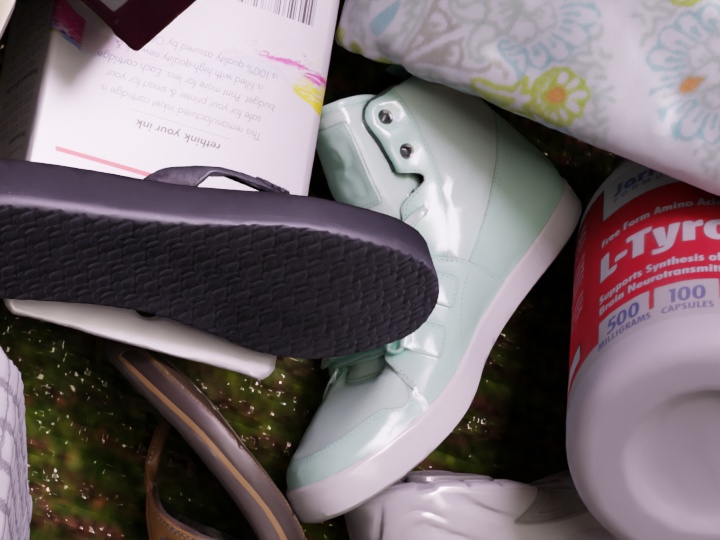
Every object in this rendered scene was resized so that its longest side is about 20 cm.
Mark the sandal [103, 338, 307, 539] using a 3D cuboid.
[{"bbox_3d":[-0.047,0.112,0.976,0.055,0.082,0.200,-31,102,-7],"label":"sandal"}]

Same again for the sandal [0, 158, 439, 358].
[{"bbox_3d":[-0.060,-0.015,0.914,0.200,0.076,0.043,12,49,-25],"label":"sandal"}]

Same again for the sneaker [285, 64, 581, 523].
[{"bbox_3d":[0.000,0.000,1.012,0.118,0.074,0.201,47,53,-18],"label":"sneaker"}]

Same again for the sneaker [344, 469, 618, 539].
[{"bbox_3d":[0.084,0.130,1.038,0.200,0.078,0.100,1,88,-22],"label":"sneaker"}]

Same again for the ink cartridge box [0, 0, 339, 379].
[{"bbox_3d":[-0.080,-0.060,0.989,0.115,0.068,0.200,16,72,-23],"label":"ink cartridge box"}]

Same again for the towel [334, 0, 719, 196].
[{"bbox_3d":[0.107,-0.131,0.971,0.200,0.048,0.171,23,97,12],"label":"towel"}]

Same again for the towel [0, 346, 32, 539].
[{"bbox_3d":[-0.158,0.119,0.843,0.085,0.200,0.166,5,72,-4],"label":"towel"}]

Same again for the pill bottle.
[{"bbox_3d":[0.140,0.017,1.019,0.112,0.112,0.200,36,29,-16],"label":"pill bottle"}]

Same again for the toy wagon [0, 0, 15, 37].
[{"bbox_3d":[-0.226,-0.106,0.889,0.200,0.040,0.155,25,78,-8],"label":"toy wagon"}]

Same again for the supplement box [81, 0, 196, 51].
[{"bbox_3d":[-0.064,-0.200,0.924,0.131,0.103,0.200,42,45,-14],"label":"supplement box"}]
